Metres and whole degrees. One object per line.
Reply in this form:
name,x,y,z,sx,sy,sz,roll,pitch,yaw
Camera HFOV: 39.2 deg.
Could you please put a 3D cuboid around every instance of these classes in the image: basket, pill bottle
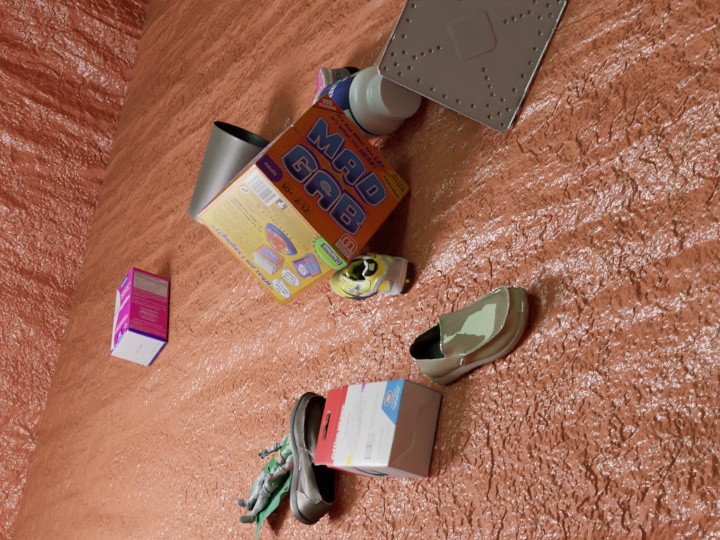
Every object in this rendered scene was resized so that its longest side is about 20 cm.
basket,-0.279,-0.193,2.126,0.201,0.135,0.180,-68,24,12
pill bottle,0.012,-0.274,1.667,0.199,0.110,0.112,-6,66,58

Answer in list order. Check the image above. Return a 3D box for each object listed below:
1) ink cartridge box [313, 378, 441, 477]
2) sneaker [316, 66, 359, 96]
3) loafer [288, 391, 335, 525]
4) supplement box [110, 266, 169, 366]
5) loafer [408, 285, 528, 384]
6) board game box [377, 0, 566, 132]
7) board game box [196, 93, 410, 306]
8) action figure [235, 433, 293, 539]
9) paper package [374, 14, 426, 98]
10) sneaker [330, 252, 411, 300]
ink cartridge box,0.019,0.218,1.378,0.200,0.067,0.117,-16,58,57
sneaker,-0.037,-0.335,1.849,0.200,0.087,0.074,-126,40,-83
loafer,-0.058,0.272,1.494,0.071,0.073,0.201,-28,53,38
supplement box,-0.519,0.107,2.391,0.101,0.103,0.201,-49,32,36
loafer,0.132,0.081,1.263,0.200,0.068,0.076,-44,37,40
board game box,0.149,-0.318,1.367,0.026,0.199,0.201,-116,50,-80
board game box,-0.089,-0.107,1.569,0.199,0.200,0.200,-31,16,50
action figure,-0.132,0.316,1.608,0.201,0.054,0.118,-56,27,17
paper package,0.122,-0.351,1.478,0.192,0.103,0.200,-61,15,5
sneaker,0.000,0.000,1.547,0.200,0.076,0.076,-12,63,60
